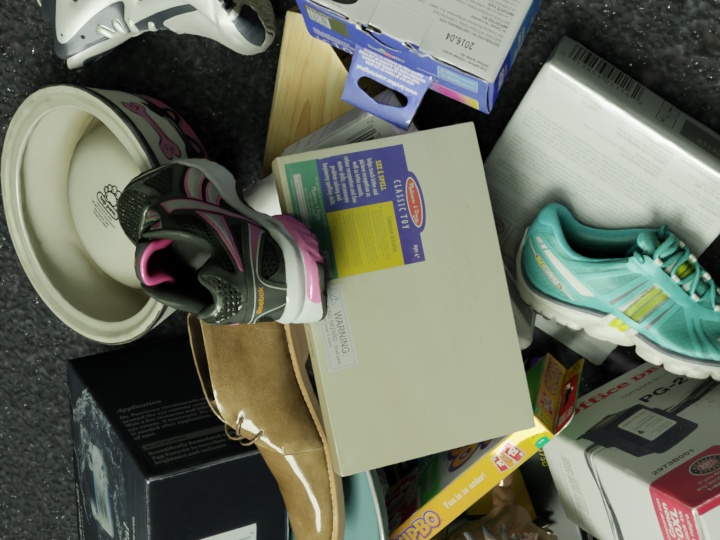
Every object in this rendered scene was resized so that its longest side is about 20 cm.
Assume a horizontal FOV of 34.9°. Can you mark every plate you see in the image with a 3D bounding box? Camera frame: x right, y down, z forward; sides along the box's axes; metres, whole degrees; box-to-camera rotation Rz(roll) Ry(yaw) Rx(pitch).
[{"bbox_3d":[-0.022,0.169,0.821,0.200,0.025,0.202,26,120,58],"label":"plate"}]

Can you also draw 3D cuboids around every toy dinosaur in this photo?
[{"bbox_3d":[0.081,0.211,0.819,0.086,0.136,0.200,47,126,-6],"label":"toy dinosaur"}]

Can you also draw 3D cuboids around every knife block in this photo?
[{"bbox_3d":[-0.044,-0.076,0.849,0.175,0.064,0.201,-28,104,25],"label":"knife block"}]

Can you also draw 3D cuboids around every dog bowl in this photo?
[{"bbox_3d":[-0.188,-0.049,0.884,0.199,0.074,0.202,15,114,36],"label":"dog bowl"}]

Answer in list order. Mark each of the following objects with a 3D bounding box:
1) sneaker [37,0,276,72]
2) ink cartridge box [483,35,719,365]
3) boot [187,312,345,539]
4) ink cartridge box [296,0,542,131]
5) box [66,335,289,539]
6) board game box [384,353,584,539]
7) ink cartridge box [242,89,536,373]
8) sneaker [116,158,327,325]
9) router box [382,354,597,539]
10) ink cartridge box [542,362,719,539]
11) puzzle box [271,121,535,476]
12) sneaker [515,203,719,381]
[{"bbox_3d":[-0.162,-0.186,0.842,0.198,0.080,0.130,33,120,4],"label":"sneaker"},{"bbox_3d":[0.160,-0.042,0.817,0.159,0.047,0.200,33,135,4],"label":"ink cartridge box"},{"bbox_3d":[-0.065,0.104,0.776,0.073,0.075,0.202,-14,92,59],"label":"boot"},{"bbox_3d":[0.050,-0.192,0.715,0.136,0.076,0.201,26,84,9],"label":"ink cartridge box"},{"bbox_3d":[-0.149,0.187,0.916,0.200,0.117,0.198,37,130,53],"label":"box"},{"bbox_3d":[0.080,0.136,0.820,0.030,0.096,0.200,45,116,-6],"label":"board game box"},{"bbox_3d":[0.000,0.000,0.812,0.175,0.045,0.201,-27,109,25],"label":"ink cartridge box"},{"bbox_3d":[-0.108,-0.019,0.709,0.199,0.086,0.081,21,115,49],"label":"sneaker"},{"bbox_3d":[0.100,0.174,0.910,0.148,0.051,0.201,-10,106,23],"label":"router box"},{"bbox_3d":[0.226,0.125,0.741,0.144,0.200,0.085,-25,103,-14],"label":"ink cartridge box"},{"bbox_3d":[0.028,0.015,0.720,0.132,0.025,0.202,-11,90,-13],"label":"puzzle box"},{"bbox_3d":[0.198,0.013,0.758,0.199,0.078,0.080,19,122,16],"label":"sneaker"}]
